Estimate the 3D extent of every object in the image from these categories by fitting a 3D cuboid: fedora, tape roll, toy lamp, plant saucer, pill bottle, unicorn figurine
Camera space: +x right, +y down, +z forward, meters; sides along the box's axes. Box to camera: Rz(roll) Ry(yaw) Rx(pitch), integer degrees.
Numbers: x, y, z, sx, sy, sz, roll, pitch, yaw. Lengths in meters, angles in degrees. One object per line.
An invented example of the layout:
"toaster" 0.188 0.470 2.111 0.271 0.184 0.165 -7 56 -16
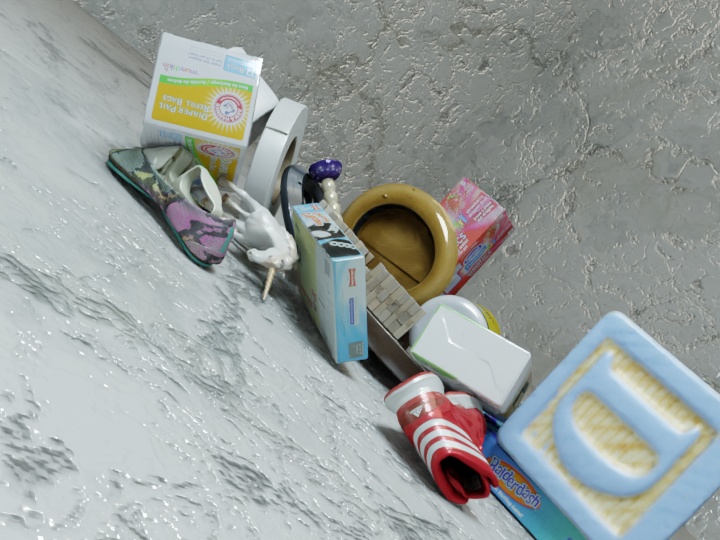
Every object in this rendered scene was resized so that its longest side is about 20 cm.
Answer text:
"fedora" 0.056 -0.028 1.047 0.200 0.201 0.082 42 5 22
"tape roll" -0.128 -0.154 1.041 0.037 0.204 0.203 20 6 -1
"toy lamp" -0.032 -0.058 1.010 0.058 0.058 0.202 28 49 -65
"plant saucer" 0.033 0.097 0.903 0.200 0.032 0.200 48 -2 3
"pill bottle" 0.147 0.099 1.030 0.112 0.112 0.200 42 7 18
"unicorn figurine" -0.128 -0.047 0.846 0.137 0.074 0.200 37 8 1

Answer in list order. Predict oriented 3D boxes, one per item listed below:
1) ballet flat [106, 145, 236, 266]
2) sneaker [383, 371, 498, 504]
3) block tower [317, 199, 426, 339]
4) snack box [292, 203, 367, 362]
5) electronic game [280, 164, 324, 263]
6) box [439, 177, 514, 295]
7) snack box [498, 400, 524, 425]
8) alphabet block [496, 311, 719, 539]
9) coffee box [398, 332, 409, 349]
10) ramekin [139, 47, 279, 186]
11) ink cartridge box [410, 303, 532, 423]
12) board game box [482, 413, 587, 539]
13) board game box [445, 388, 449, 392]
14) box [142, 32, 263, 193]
"ballet flat" -0.191 -0.086 0.734 0.200 0.071 0.069 43 9 29
"sneaker" 0.094 0.181 0.693 0.200 0.078 0.116 33 26 -54
"block tower" 0.000 0.000 0.935 0.200 0.054 0.058 48 -1 2
"snack box" -0.038 0.007 0.802 0.037 0.117 0.200 -8 23 -15
"electronic game" -0.074 -0.060 1.051 0.200 0.041 0.202 -14 90 -78
"box" 0.147 -0.038 1.150 0.095 0.200 0.100 44 5 27
"snack box" 0.232 0.216 1.040 0.116 0.037 0.200 40 4 -3
"alphabet block" 0.301 0.191 0.788 0.195 0.197 0.200 48 8 29
"coffee box" 0.013 0.031 1.161 0.200 0.080 0.114 44 6 31
"ramekin" -0.209 -0.213 1.008 0.098 0.200 0.201 46 5 -7
"ink cartridge box" 0.138 0.117 0.830 0.117 0.068 0.200 30 -9 21
"board game box" 0.194 0.251 0.830 0.200 0.045 0.152 45 7 29
"board game box" 0.194 0.232 1.043 0.200 0.035 0.126 39 5 -17
"box" -0.182 -0.172 0.809 0.111 0.102 0.200 11 -10 -12
